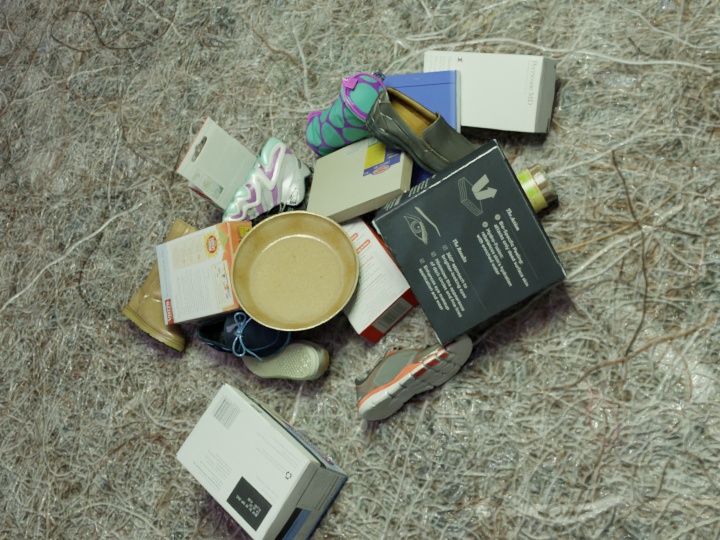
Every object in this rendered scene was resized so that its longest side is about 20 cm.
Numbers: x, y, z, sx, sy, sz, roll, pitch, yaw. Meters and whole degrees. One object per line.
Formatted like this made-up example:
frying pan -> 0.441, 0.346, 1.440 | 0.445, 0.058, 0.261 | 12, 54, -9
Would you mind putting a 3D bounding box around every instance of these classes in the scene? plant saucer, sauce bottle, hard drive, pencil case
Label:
plant saucer -> -0.098, 0.005, 1.167 | 0.194, 0.036, 0.205 | -1, 62, 2
sauce bottle -> 0.195, -0.082, 1.143 | 0.197, 0.065, 0.066 | -32, 58, 12
hard drive -> 0.096, -0.205, 1.208 | 0.129, 0.025, 0.206 | 4, 100, 32
pencil case -> -0.024, -0.251, 1.253 | 0.085, 0.093, 0.199 | -47, 10, -24

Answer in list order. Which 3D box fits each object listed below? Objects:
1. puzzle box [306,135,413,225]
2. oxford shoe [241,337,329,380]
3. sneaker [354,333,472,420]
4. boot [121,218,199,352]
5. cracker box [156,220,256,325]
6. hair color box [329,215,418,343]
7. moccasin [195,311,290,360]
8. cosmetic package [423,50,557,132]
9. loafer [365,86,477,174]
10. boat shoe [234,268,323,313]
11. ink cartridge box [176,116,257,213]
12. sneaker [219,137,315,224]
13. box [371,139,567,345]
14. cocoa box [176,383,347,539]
puzzle box -> -0.001, -0.146, 1.207 | 0.197, 0.025, 0.136 | -17, 51, 37
oxford shoe -> -0.123, 0.136, 1.225 | 0.197, 0.057, 0.078 | 5, 92, 44
sneaker -> 0.068, 0.135, 1.115 | 0.197, 0.077, 0.083 | -33, 52, 11
boot -> -0.328, 0.022, 1.371 | 0.173, 0.066, 0.203 | 27, 82, 32
cracker box -> -0.250, 0.007, 1.250 | 0.197, 0.057, 0.138 | -13, 83, 40
hair color box -> 0.000, 0.000, 1.211 | 0.111, 0.064, 0.201 | -41, 58, 9
moccasin -> -0.190, 0.105, 1.211 | 0.197, 0.067, 0.083 | -16, 72, 43
cosmetic package -> 0.198, -0.278, 1.192 | 0.196, 0.080, 0.116 | 10, 104, 32
loafer -> 0.102, -0.197, 1.122 | 0.196, 0.073, 0.074 | 25, 58, -2
boat shoe -> -0.141, 0.044, 1.236 | 0.197, 0.065, 0.076 | -22, 77, 37
ink cartridge box -> -0.238, -0.170, 1.321 | 0.050, 0.200, 0.111 | 23, 80, 37
sneaker -> -0.146, -0.109, 1.308 | 0.138, 0.078, 0.203 | 32, 82, -11
box -> 0.150, -0.042, 1.065 | 0.197, 0.118, 0.200 | -29, 98, 13
cocoa box -> -0.144, 0.288, 1.124 | 0.198, 0.131, 0.135 | 32, 85, 33
